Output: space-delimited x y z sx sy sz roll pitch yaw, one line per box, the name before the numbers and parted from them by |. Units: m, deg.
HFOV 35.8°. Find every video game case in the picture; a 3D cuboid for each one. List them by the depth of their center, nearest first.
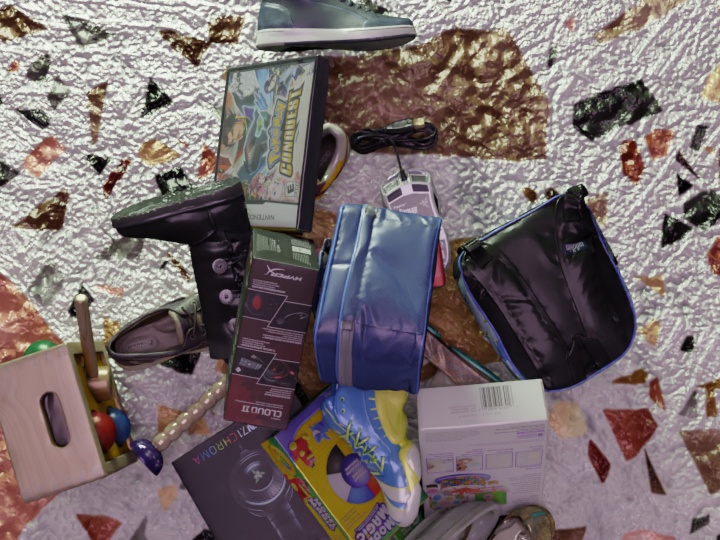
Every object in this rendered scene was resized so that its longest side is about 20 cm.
video game case | -0.112 -0.148 1.333 0.025 0.179 0.203 8 88 -42

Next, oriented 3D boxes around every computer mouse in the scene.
computer mouse | 0.059 -0.084 1.372 0.108 0.044 0.203 -13 88 4

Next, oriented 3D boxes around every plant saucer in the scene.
plant saucer | 0.079 0.331 1.287 0.050 0.200 0.201 40 89 22

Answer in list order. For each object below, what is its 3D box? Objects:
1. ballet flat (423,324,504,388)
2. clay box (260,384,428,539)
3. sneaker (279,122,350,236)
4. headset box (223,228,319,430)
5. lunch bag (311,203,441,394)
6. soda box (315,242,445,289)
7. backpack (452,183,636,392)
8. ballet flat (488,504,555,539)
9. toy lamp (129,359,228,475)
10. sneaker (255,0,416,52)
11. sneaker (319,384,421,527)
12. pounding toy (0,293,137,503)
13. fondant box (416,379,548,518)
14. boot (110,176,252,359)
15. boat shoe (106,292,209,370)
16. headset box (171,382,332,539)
ballet flat | 0.090 0.109 1.357 0.199 0.068 0.068 39 94 13
clay box | -0.008 0.239 1.270 0.115 0.048 0.201 -38 91 -34
sneaker | -0.083 -0.092 1.355 0.074 0.090 0.202 30 89 3
headset box | -0.102 0.071 1.228 0.074 0.149 0.203 10 103 -8
lunch bag | 0.013 0.022 1.204 0.130 0.136 0.202 7 59 4
soda box | 0.000 0.000 1.324 0.197 0.063 0.071 -10 88 5
backpack | 0.221 0.035 1.309 0.181 0.147 0.202 -28 83 -1
ballet flat | 0.154 0.358 1.317 0.070 0.071 0.201 35 106 3
toy lamp | -0.190 0.162 1.357 0.200 0.058 0.058 -43 87 -10
sneaker | -0.030 -0.346 1.371 0.199 0.077 0.149 1 90 4
sneaker | 0.007 0.185 1.238 0.103 0.076 0.203 -1 66 -12
pounding toy | -0.337 0.146 1.309 0.140 0.184 0.203 -17 87 1
fondant box | 0.139 0.211 1.285 0.142 0.202 0.059 -5 47 2
boot | -0.190 0.009 1.314 0.162 0.066 0.203 -13 108 5
boat shoe | -0.217 0.069 1.367 0.197 0.065 0.073 -20 85 1
headset box | -0.100 0.267 1.340 0.173 0.093 0.202 -31 87 1
